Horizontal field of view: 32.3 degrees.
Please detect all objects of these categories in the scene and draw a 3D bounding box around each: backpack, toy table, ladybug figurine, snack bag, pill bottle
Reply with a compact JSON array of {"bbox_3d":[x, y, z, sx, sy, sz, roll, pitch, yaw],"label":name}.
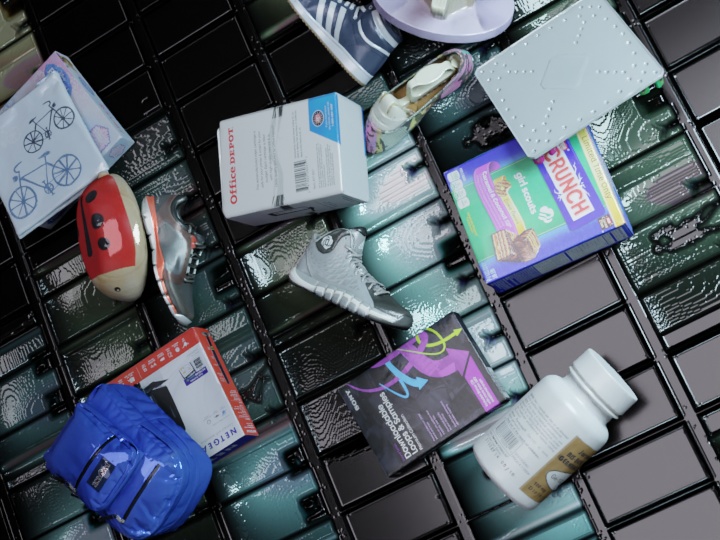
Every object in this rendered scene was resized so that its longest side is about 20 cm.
[{"bbox_3d":[-0.322,0.276,1.711,0.200,0.168,0.163,37,102,17],"label":"backpack"},{"bbox_3d":[0.116,-0.395,1.685,0.198,0.117,0.185,3,65,-1],"label":"toy table"},{"bbox_3d":[-0.375,-0.050,1.853,0.135,0.072,0.201,-25,76,51],"label":"ladybug figurine"},{"bbox_3d":[-0.501,-0.180,1.927,0.188,0.021,0.201,-35,73,12],"label":"snack bag"},{"bbox_3d":[0.250,0.199,1.583,0.200,0.114,0.114,-45,70,10],"label":"pill bottle"}]

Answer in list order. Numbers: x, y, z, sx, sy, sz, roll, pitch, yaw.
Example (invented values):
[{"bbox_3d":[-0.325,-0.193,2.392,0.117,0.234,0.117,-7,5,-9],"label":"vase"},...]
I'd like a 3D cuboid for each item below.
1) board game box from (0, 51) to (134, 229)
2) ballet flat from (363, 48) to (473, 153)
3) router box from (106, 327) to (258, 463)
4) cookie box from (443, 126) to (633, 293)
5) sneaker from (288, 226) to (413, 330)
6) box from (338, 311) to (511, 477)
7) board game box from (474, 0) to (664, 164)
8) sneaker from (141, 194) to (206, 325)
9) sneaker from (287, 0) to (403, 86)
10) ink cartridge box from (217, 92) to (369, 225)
[{"bbox_3d":[-0.485,-0.206,1.958,0.199,0.041,0.200,-44,70,10],"label":"board game box"},{"bbox_3d":[0.071,-0.244,1.737,0.200,0.071,0.069,-39,72,12],"label":"ballet flat"},{"bbox_3d":[-0.273,0.210,1.815,0.199,0.049,0.180,-33,72,13],"label":"router box"},{"bbox_3d":[0.236,-0.090,1.650,0.199,0.075,0.172,-25,73,15],"label":"cookie box"},{"bbox_3d":[0.000,0.000,1.729,0.199,0.075,0.116,23,89,23],"label":"sneaker"},{"bbox_3d":[0.085,0.170,1.692,0.200,0.036,0.143,-36,72,14],"label":"box"},{"bbox_3d":[0.272,-0.254,1.635,0.199,0.026,0.201,-32,47,8],"label":"board game box"},{"bbox_3d":[-0.264,-0.021,1.833,0.081,0.077,0.201,-14,87,-2],"label":"sneaker"},{"bbox_3d":[-0.021,-0.373,1.789,0.108,0.070,0.200,-43,77,15],"label":"sneaker"},{"bbox_3d":[-0.097,-0.155,1.769,0.199,0.084,0.147,-9,79,28],"label":"ink cartridge box"}]
